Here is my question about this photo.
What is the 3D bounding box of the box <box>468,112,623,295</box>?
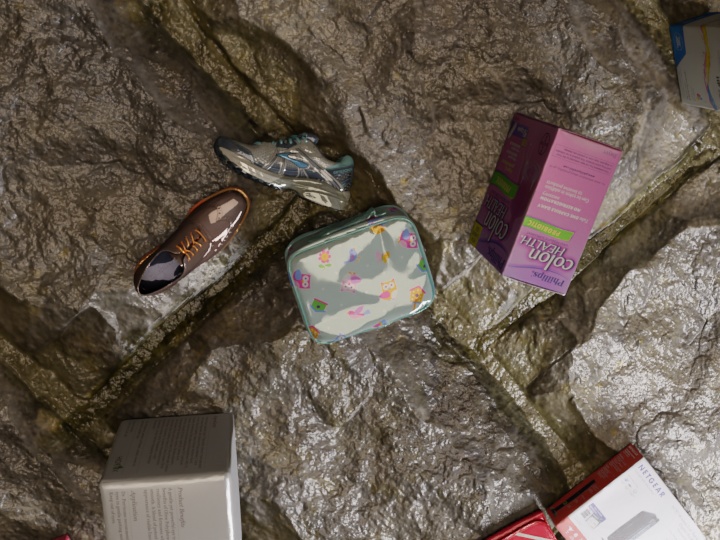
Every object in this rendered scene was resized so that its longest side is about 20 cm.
[{"bbox_3d":[0.242,-0.096,1.195,0.096,0.176,0.201,16,104,-12],"label":"box"}]

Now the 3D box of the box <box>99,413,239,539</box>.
[{"bbox_3d":[-0.256,0.331,1.235,0.170,0.200,0.201,-3,106,-5],"label":"box"}]

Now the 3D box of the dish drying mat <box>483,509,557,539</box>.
[{"bbox_3d":[0.223,0.466,1.435,0.199,0.018,0.077,-30,109,1],"label":"dish drying mat"}]

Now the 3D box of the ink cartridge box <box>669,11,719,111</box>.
[{"bbox_3d":[0.492,-0.275,1.165,0.067,0.200,0.117,-18,107,-3],"label":"ink cartridge box"}]

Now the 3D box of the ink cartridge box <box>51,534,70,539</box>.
[{"bbox_3d":[-0.480,0.485,1.246,0.144,0.200,0.085,-22,108,-1],"label":"ink cartridge box"}]

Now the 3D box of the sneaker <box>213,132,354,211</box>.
[{"bbox_3d":[-0.100,-0.150,1.194,0.199,0.078,0.087,19,91,-20],"label":"sneaker"}]

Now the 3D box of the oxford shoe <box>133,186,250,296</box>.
[{"bbox_3d":[-0.226,-0.033,1.200,0.200,0.073,0.071,-44,106,5],"label":"oxford shoe"}]

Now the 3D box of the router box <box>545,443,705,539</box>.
[{"bbox_3d":[0.429,0.411,1.432,0.179,0.049,0.200,-39,107,4],"label":"router box"}]

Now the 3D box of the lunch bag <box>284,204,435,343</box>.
[{"bbox_3d":[0.000,0.000,1.240,0.199,0.077,0.162,-20,106,-2],"label":"lunch bag"}]
